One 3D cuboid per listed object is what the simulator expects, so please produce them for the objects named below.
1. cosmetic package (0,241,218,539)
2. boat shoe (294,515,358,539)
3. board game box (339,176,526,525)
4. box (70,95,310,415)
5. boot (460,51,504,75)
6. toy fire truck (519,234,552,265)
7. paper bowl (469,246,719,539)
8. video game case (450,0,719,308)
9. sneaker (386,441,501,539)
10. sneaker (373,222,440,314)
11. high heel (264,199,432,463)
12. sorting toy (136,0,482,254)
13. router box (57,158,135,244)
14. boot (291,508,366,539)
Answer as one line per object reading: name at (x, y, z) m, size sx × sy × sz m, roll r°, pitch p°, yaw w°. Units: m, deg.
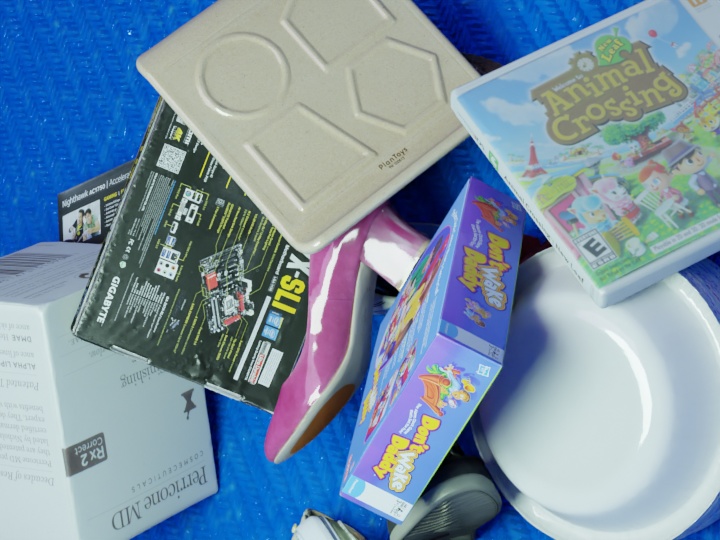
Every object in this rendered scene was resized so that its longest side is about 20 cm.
cosmetic package at (-0.231, 0.096, 1.671) m, size 0.164 × 0.164 × 0.202 m, roll 3°, pitch 108°, yaw 37°
boat shoe at (0.033, 0.242, 1.491) m, size 0.062 × 0.072 × 0.200 m, roll -37°, pitch 79°, yaw -11°
board game box at (0.048, 0.047, 1.380) m, size 0.135 × 0.045 × 0.200 m, roll -60°, pitch 8°, yaw 30°
box at (-0.099, -0.019, 1.556) m, size 0.049 × 0.159 × 0.202 m, roll -168°, pitch 99°, yaw -79°
boot at (0.031, -0.108, 1.606) m, size 0.199 × 0.075 × 0.108 m, roll 2°, pitch 101°, yaw 37°
toy fire truck at (0.149, -0.065, 1.492) m, size 0.200 × 0.049 × 0.142 m, roll -39°, pitch 57°, yaw 30°
paper bowl at (0.156, 0.080, 1.386) m, size 0.199 × 0.104 × 0.203 m, roll 3°, pitch 95°, yaw 34°
video game case at (0.186, -0.087, 1.383) m, size 0.199 × 0.022 × 0.183 m, roll -26°, pitch 59°, yaw -15°
sneaker at (0.038, 0.128, 1.456) m, size 0.074 × 0.200 × 0.107 m, roll -16°, pitch 76°, yaw -9°
sneaker at (0.000, 0.000, 1.597) m, size 0.199 × 0.072 × 0.073 m, roll -8°, pitch 77°, yaw 42°
high heel at (-0.034, 0.033, 1.526) m, size 0.096 × 0.067 × 0.201 m, roll 36°, pitch 107°, yaw 17°
sorting toy at (-0.028, -0.127, 1.515) m, size 0.185 × 0.037 × 0.200 m, roll -37°, pitch 71°, yaw -17°
router box at (-0.163, -0.016, 1.759) m, size 0.199 × 0.051 × 0.151 m, roll -19°, pitch 68°, yaw 40°
boot at (-0.066, 0.243, 1.600) m, size 0.199 × 0.072 × 0.156 m, roll 27°, pitch 100°, yaw 35°
